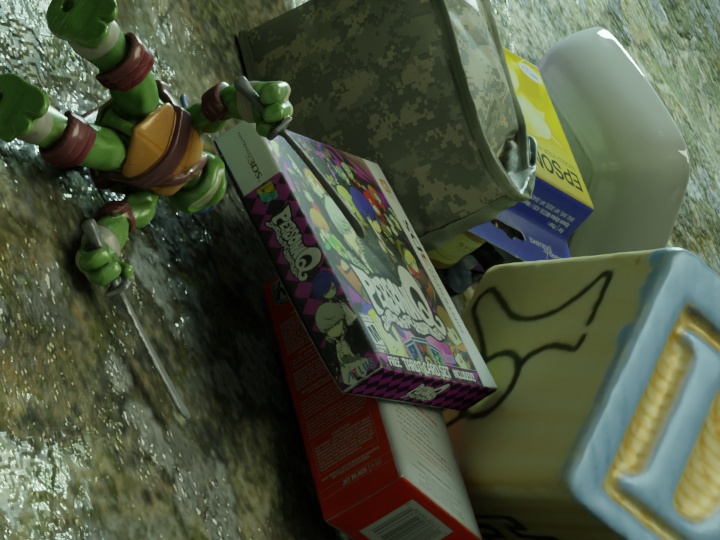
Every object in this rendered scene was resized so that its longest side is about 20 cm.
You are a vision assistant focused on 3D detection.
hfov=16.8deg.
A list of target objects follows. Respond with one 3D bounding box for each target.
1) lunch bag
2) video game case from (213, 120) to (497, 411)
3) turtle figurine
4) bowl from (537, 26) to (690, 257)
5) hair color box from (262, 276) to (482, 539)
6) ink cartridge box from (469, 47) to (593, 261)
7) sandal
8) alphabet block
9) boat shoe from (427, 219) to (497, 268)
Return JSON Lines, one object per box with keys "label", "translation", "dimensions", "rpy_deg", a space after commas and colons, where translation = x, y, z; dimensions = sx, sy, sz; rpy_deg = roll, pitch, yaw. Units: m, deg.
{"label": "lunch bag", "translation": [0.026, -0.100, 1.703], "dimensions": [0.118, 0.164, 0.200], "rpy_deg": [25, 46, -58]}
{"label": "video game case", "translation": [0.000, 0.000, 1.534], "dimensions": [0.181, 0.036, 0.200], "rpy_deg": [62, 18, 18]}
{"label": "turtle figurine", "translation": [-0.108, -0.060, 1.367], "dimensions": [0.194, 0.144, 0.200], "rpy_deg": [40, 29, -49]}
{"label": "bowl", "translation": [0.188, -0.086, 2.082], "dimensions": [0.075, 0.200, 0.200], "rpy_deg": [-7, 48, -24]}
{"label": "hair color box", "translation": [0.006, 0.089, 1.559], "dimensions": [0.102, 0.061, 0.200], "rpy_deg": [42, 23, -43]}
{"label": "ink cartridge box", "translation": [0.102, -0.101, 1.857], "dimensions": [0.198, 0.047, 0.200], "rpy_deg": [25, 36, -51]}
{"label": "sandal", "translation": [0.093, -0.026, 1.952], "dimensions": [0.075, 0.048, 0.200], "rpy_deg": [67, 22, 4]}
{"label": "alphabet block", "translation": [0.171, 0.116, 1.633], "dimensions": [0.196, 0.200, 0.196], "rpy_deg": [41, 66, -26]}
{"label": "boat shoe", "translation": [0.041, -0.102, 1.854], "dimensions": [0.073, 0.063, 0.200], "rpy_deg": [-24, 84, -52]}
